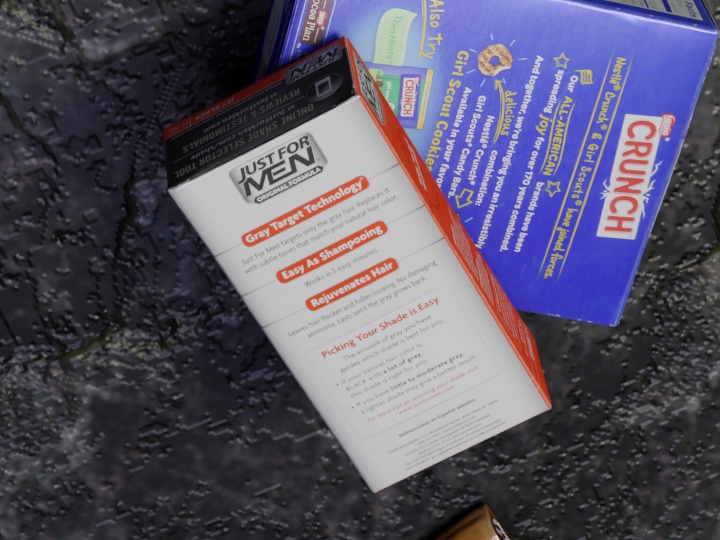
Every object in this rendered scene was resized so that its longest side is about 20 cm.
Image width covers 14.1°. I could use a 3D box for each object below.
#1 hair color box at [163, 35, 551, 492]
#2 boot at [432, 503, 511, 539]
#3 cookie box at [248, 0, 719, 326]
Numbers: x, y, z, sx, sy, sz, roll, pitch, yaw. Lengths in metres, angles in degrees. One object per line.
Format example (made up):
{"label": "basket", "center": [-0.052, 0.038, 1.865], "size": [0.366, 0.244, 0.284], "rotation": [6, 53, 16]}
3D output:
{"label": "hair color box", "center": [0.000, 0.000, 1.362], "size": [0.101, 0.061, 0.200], "rotation": [-26, 122, 10]}
{"label": "boot", "center": [0.031, 0.242, 1.595], "size": [0.200, 0.068, 0.189], "rotation": [-30, 110, 2]}
{"label": "cookie box", "center": [0.049, -0.074, 1.401], "size": [0.199, 0.075, 0.172], "rotation": [11, 118, -11]}
